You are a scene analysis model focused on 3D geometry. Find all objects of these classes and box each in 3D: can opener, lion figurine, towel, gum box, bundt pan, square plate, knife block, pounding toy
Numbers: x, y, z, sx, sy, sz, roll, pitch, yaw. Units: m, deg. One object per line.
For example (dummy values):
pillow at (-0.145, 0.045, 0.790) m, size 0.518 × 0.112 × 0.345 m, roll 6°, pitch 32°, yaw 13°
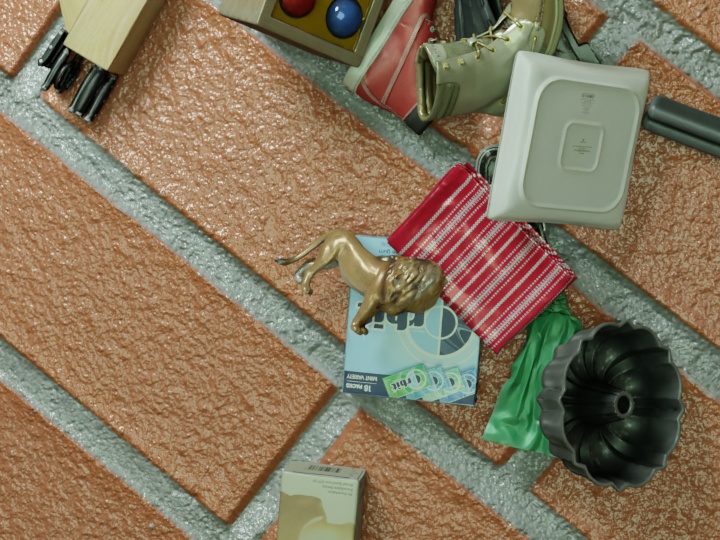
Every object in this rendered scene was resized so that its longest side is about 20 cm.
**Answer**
can opener at (0.442, -0.166, 1.543) m, size 0.200 × 0.053 × 0.067 m, roll 18°, pitch 61°, yaw 5°
lion figurine at (0.000, 0.000, 1.555) m, size 0.200 × 0.072 × 0.123 m, roll 36°, pitch 94°, yaw 16°
towel at (0.144, -0.015, 1.546) m, size 0.200 × 0.022 × 0.145 m, roll 46°, pitch 110°, yaw 3°
gum box at (0.069, 0.061, 1.605) m, size 0.169 × 0.045 × 0.201 m, roll 5°, pitch 94°, yaw 8°
bundt pan at (0.290, 0.160, 1.527) m, size 0.201 × 0.076 × 0.202 m, roll 3°, pitch 85°, yaw -32°
square plate at (0.253, -0.148, 1.511) m, size 0.200 × 0.028 × 0.199 m, roll 3°, pitch 104°, yaw -28°
knife block at (-0.316, -0.289, 1.633) m, size 0.199 × 0.064 × 0.176 m, roll -13°, pitch 92°, yaw 8°
pounding toy at (-0.052, -0.366, 1.507) m, size 0.184 × 0.142 × 0.200 m, roll 16°, pitch 98°, yaw -37°

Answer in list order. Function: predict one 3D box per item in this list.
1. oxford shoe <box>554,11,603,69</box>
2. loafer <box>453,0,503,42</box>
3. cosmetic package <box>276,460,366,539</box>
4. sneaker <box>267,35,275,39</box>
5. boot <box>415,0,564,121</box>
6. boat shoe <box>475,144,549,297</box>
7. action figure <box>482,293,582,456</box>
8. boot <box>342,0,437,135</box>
oxford shoe at (0.218, -0.289, 1.552) m, size 0.084 × 0.073 × 0.200 m, roll -32°, pitch 86°, yaw 16°
loafer at (0.146, -0.356, 1.536) m, size 0.070 × 0.068 × 0.201 m, roll -1°, pitch 103°, yaw 26°
cosmetic package at (-0.054, 0.351, 1.626) m, size 0.105 × 0.071 × 0.201 m, roll 4°, pitch 94°, yaw 8°
sneaker at (-0.135, -0.383, 1.579) m, size 0.076 × 0.105 × 0.200 m, roll -23°, pitch 89°, yaw 9°
boot at (0.146, -0.265, 1.476) m, size 0.154 × 0.072 × 0.200 m, roll -6°, pitch 125°, yaw -22°
boat shoe at (0.195, -0.061, 1.570) m, size 0.071 × 0.064 × 0.200 m, roll -22°, pitch 90°, yaw 10°
action figure at (0.229, 0.124, 1.581) m, size 0.118 × 0.055 × 0.201 m, roll 12°, pitch 88°, yaw 9°
boot at (0.090, -0.274, 1.574) m, size 0.144 × 0.072 × 0.200 m, roll 33°, pitch 104°, yaw 4°
